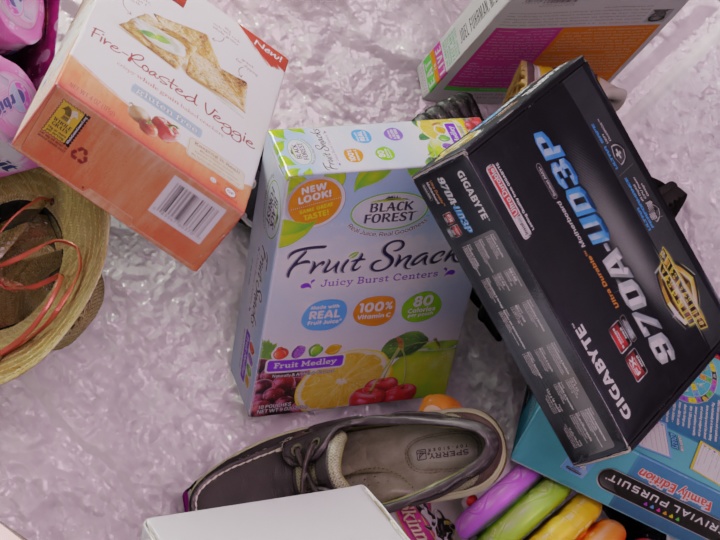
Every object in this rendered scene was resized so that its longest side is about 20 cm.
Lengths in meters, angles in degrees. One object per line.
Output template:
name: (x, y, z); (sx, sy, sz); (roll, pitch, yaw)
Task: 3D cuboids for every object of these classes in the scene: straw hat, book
straw hat: (-0.208, 0.005, 1.272); (0.085, 0.199, 0.203); (36, 59, -49)
book: (0.130, -0.165, 1.375); (0.132, 0.200, 0.049); (-6, 76, -19)

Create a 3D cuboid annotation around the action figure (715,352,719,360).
action figure: (0.285, 0.106, 1.402); (0.200, 0.099, 0.065); (46, 65, 2)

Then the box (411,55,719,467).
box: (0.131, -0.009, 1.216); (0.159, 0.046, 0.201); (-37, 100, -48)

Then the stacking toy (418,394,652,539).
stacking toy: (0.103, 0.156, 1.266); (0.200, 0.116, 0.110); (49, 52, 6)

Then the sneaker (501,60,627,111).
sneaker: (0.139, -0.047, 1.314); (0.089, 0.075, 0.202); (7, 61, -9)

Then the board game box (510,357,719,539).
board game box: (0.201, 0.105, 1.291); (0.199, 0.047, 0.151); (26, 31, -2)

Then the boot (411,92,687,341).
boot: (0.115, -0.056, 1.405); (0.210, 0.080, 0.158); (-24, 65, -39)

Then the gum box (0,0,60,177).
gum box: (-0.252, -0.154, 1.280); (0.066, 0.113, 0.202); (34, 51, -50)

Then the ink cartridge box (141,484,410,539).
ink cartridge box: (-0.054, 0.234, 1.168); (0.145, 0.084, 0.202); (-6, 120, -27)

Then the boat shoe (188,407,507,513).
boat shoe: (-0.011, 0.120, 1.221); (0.199, 0.066, 0.072); (-13, 75, 4)

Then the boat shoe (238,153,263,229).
boat shoe: (-0.056, -0.056, 1.358); (0.199, 0.060, 0.076); (30, 67, -7)

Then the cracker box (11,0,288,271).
cracker box: (-0.123, -0.105, 1.251); (0.133, 0.058, 0.201); (34, 30, -15)

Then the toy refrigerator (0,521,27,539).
toy refrigerator: (-0.215, 0.194, 1.224); (0.199, 0.076, 0.070); (35, 67, -4)

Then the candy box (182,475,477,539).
candy box: (-0.002, 0.186, 1.302); (0.198, 0.061, 0.138); (-8, 77, -20)

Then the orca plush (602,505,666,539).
orca plush: (0.167, 0.120, 1.370); (0.104, 0.071, 0.202); (-4, 75, -18)

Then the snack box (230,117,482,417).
snack box: (0.000, 0.000, 1.287); (0.141, 0.201, 0.053); (-6, 43, -20)
